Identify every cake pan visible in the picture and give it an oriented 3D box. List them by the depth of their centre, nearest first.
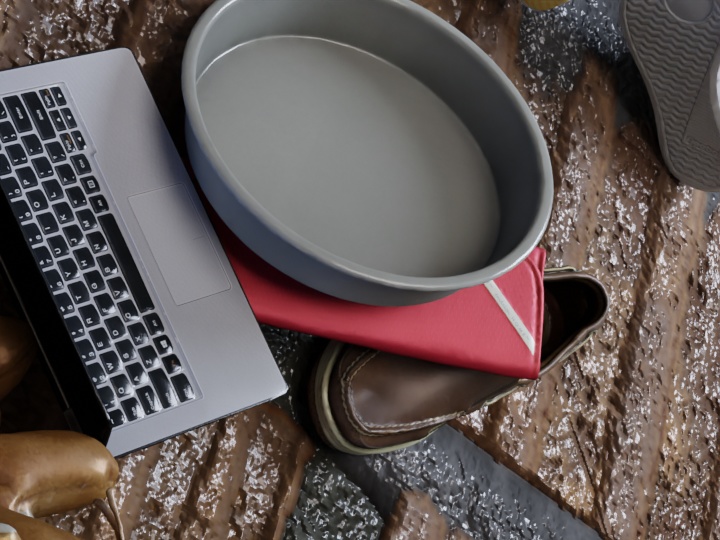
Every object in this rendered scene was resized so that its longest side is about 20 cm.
[{"bbox_3d":[0.000,-0.062,1.128,0.200,0.037,0.201,16,48,-18],"label":"cake pan"}]

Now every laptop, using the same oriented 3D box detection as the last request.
[{"bbox_3d":[-0.105,-0.023,0.987,0.200,0.116,0.188,-18,81,-47],"label":"laptop"}]

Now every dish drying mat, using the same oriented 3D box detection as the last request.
[{"bbox_3d":[0.000,0.000,1.129,0.200,0.018,0.077,14,68,-19],"label":"dish drying mat"}]

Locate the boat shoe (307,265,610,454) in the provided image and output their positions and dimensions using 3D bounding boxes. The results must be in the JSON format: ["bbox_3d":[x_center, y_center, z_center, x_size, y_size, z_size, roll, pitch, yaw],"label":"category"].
[{"bbox_3d":[0.057,0.037,1.189,0.202,0.075,0.075,-27,99,-46],"label":"boat shoe"}]

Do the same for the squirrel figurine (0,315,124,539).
[{"bbox_3d":[-0.179,0.106,0.834,0.200,0.187,0.142,9,107,-31],"label":"squirrel figurine"}]

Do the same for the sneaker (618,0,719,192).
[{"bbox_3d":[0.215,-0.159,1.375,0.118,0.074,0.201,-55,146,-36],"label":"sneaker"}]

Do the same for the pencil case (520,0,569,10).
[{"bbox_3d":[0.071,-0.239,1.273,0.200,0.083,0.091,49,33,-24],"label":"pencil case"}]
